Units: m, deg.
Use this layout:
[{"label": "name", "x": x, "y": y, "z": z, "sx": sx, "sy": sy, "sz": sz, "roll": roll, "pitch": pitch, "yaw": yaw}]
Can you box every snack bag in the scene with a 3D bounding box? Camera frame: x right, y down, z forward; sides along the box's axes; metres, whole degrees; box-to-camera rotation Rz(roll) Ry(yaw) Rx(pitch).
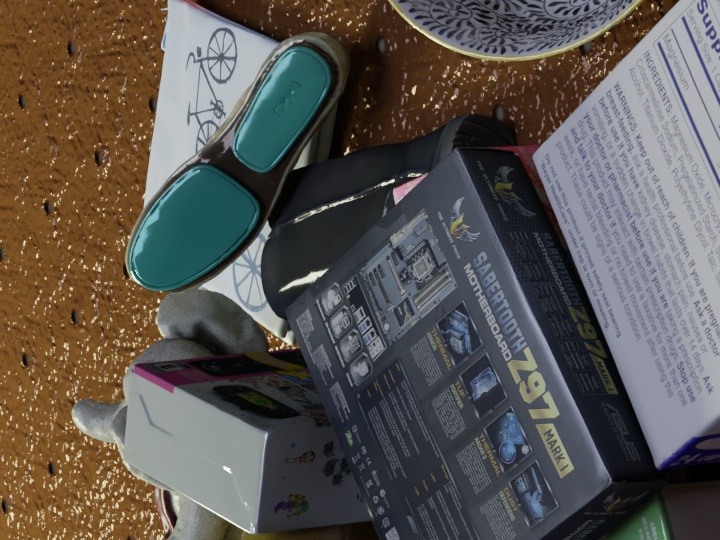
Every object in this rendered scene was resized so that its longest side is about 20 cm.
[{"label": "snack bag", "x": -0.085, "y": -0.070, "z": 1.759, "sx": 0.200, "sy": 0.021, "sz": 0.190, "roll": 28, "pitch": 115, "yaw": 50}]

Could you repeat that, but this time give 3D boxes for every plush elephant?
[{"label": "plush elephant", "x": -0.110, "y": 0.111, "z": 1.682, "sx": 0.200, "sy": 0.165, "sz": 0.155, "roll": -28, "pitch": 110, "yaw": 37}]

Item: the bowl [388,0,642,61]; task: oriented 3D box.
[{"label": "bowl", "x": 0.104, "y": -0.203, "z": 1.387, "sx": 0.200, "sy": 0.094, "sz": 0.202, "roll": -3, "pitch": 85, "yaw": 30}]

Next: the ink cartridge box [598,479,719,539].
[{"label": "ink cartridge box", "x": 0.141, "y": 0.206, "z": 1.400, "sx": 0.200, "sy": 0.087, "sz": 0.146, "roll": -32, "pitch": 67, "yaw": 50}]

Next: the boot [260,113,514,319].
[{"label": "boot", "x": 0.000, "y": -0.001, "z": 1.571, "sx": 0.200, "sy": 0.066, "sz": 0.165, "roll": -13, "pitch": 51, "yaw": 52}]

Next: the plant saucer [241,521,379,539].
[{"label": "plant saucer", "x": 0.011, "y": 0.202, "z": 1.499, "sx": 0.200, "sy": 0.048, "sz": 0.200, "roll": 58, "pitch": -171, "yaw": -9}]

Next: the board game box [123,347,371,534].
[{"label": "board game box", "x": -0.012, "y": 0.091, "z": 1.512, "sx": 0.147, "sy": 0.199, "sz": 0.065, "roll": 23, "pitch": 111, "yaw": 52}]

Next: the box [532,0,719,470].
[{"label": "box", "x": 0.200, "y": -0.033, "z": 1.278, "sx": 0.200, "sy": 0.105, "sz": 0.185, "roll": -47, "pitch": 55, "yaw": 47}]

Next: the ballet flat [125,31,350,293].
[{"label": "ballet flat", "x": -0.069, "y": -0.064, "z": 1.652, "sx": 0.067, "sy": 0.062, "sz": 0.200, "roll": 42, "pitch": 106, "yaw": 2}]

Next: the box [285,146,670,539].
[{"label": "box", "x": 0.056, "y": 0.062, "z": 1.363, "sx": 0.158, "sy": 0.051, "sz": 0.201, "roll": -44, "pitch": 60, "yaw": 37}]

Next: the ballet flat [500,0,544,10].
[{"label": "ballet flat", "x": 0.072, "y": -0.188, "z": 1.493, "sx": 0.072, "sy": 0.068, "sz": 0.201, "roll": 102, "pitch": 147, "yaw": -56}]

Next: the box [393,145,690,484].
[{"label": "box", "x": 0.097, "y": 0.039, "z": 1.437, "sx": 0.095, "sy": 0.102, "sz": 0.201, "roll": -22, "pitch": 76, "yaw": 54}]
